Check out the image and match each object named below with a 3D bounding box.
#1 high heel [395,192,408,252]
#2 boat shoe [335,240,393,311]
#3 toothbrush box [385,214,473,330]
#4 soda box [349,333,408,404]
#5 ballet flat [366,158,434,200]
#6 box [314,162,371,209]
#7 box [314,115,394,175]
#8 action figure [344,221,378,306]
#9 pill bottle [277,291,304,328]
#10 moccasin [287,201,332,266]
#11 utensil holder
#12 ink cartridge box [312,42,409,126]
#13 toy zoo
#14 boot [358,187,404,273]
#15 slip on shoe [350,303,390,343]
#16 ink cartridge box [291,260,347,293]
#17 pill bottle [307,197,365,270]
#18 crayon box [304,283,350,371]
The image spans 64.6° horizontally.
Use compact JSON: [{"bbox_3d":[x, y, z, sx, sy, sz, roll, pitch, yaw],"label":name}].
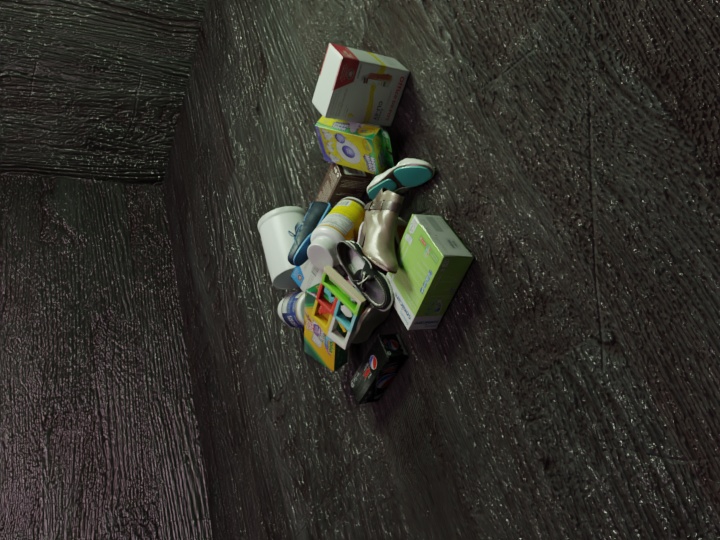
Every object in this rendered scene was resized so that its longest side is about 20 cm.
[{"bbox_3d":[0.071,-0.094,1.368,0.096,0.066,0.204,-46,37,38],"label":"high heel"},{"bbox_3d":[0.006,0.008,1.301,0.074,0.060,0.202,-44,57,24],"label":"boat shoe"},{"bbox_3d":[0.139,0.004,1.234,0.147,0.084,0.203,59,136,43],"label":"toothbrush box"},{"bbox_3d":[0.043,0.248,1.420,0.072,0.062,0.202,64,141,36],"label":"soda box"},{"bbox_3d":[0.093,-0.225,1.329,0.197,0.068,0.071,-19,73,44],"label":"ballet flat"},{"bbox_3d":[-0.057,-0.203,1.559,0.202,0.098,0.076,-60,41,39],"label":"box"},{"bbox_3d":[-0.011,-0.306,1.407,0.196,0.049,0.119,18,148,26],"label":"box"},{"bbox_3d":[0.000,0.000,1.394,0.148,0.134,0.201,41,102,10],"label":"action figure"},{"bbox_3d":[-0.183,0.121,1.762,0.198,0.108,0.114,-8,83,59],"label":"pill bottle"},{"bbox_3d":[-0.141,-0.095,1.478,0.067,0.202,0.081,19,145,17],"label":"moccasin"},{"bbox_3d":[-0.221,-0.067,1.776,0.170,0.166,0.205,-44,55,50],"label":"utensil holder"},{"bbox_3d":[0.002,-0.437,1.360,0.084,0.196,0.148,53,133,40],"label":"ink cartridge box"},{"bbox_3d":[-0.060,0.103,1.393,0.131,0.020,0.203,42,136,23],"label":"toy zoo"},{"bbox_3d":[0.057,-0.098,1.262,0.149,0.069,0.200,-64,33,14],"label":"boot"},{"bbox_3d":[0.017,0.118,1.462,0.201,0.072,0.062,123,138,-50],"label":"slip on shoe"},{"bbox_3d":[-0.083,0.031,1.548,0.201,0.084,0.147,48,136,15],"label":"ink cartridge box"},{"bbox_3d":[-0.055,-0.091,1.448,0.107,0.201,0.111,18,135,19],"label":"pill bottle"},{"bbox_3d":[-0.089,0.151,1.510,0.117,0.058,0.205,26,127,33],"label":"crayon box"}]
